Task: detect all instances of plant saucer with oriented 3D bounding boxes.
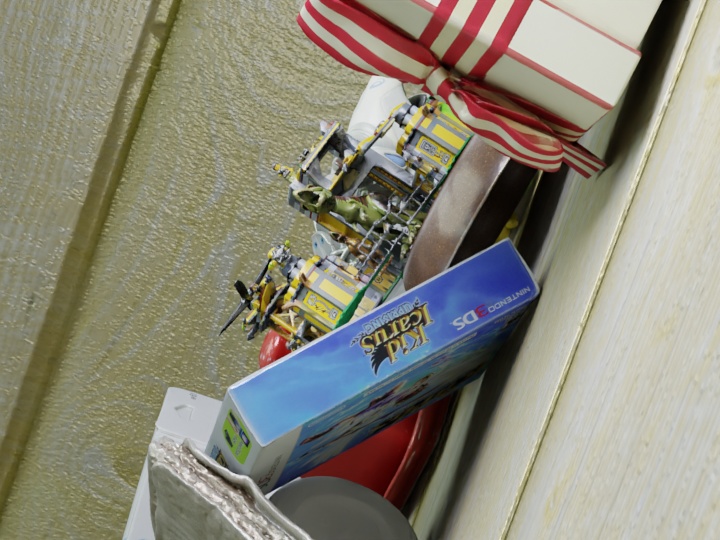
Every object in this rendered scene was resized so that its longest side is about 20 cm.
[{"bbox_3d":[0.082,-0.054,1.451,0.201,0.034,0.200,-56,-8,-13],"label":"plant saucer"}]

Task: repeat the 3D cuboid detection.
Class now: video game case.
[{"bbox_3d":[0.003,0.070,1.356,0.199,0.046,0.181,-28,-11,-17],"label":"video game case"}]

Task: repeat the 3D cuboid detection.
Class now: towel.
[{"bbox_3d":[-0.057,0.193,1.331,0.034,0.200,0.133,-36,-30,-28],"label":"towel"}]

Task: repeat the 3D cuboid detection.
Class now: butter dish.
[{"bbox_3d":[-0.007,0.082,1.676,0.200,0.147,0.201,111,178,-57],"label":"butter dish"}]

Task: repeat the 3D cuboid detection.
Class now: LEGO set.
[{"bbox_3d":[-0.022,-0.037,1.436,0.201,0.115,0.154,-55,-9,-13],"label":"LEGO set"}]

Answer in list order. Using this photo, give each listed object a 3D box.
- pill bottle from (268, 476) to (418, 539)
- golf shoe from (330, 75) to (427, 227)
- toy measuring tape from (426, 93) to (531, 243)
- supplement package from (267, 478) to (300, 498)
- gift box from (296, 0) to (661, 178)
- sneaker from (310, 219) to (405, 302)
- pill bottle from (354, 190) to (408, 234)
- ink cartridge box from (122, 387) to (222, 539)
[{"bbox_3d":[-0.039,0.245,1.459,0.113,0.112,0.201,-73,3,-55],"label":"pill bottle"},{"bbox_3d":[0.056,-0.081,1.639,0.200,0.078,0.098,36,-118,-56],"label":"golf shoe"},{"bbox_3d":[0.083,-0.114,1.560,0.074,0.073,0.201,-75,-29,-69],"label":"toy measuring tape"},{"bbox_3d":[-0.032,0.175,1.831,0.120,0.120,0.201,115,173,-73],"label":"supplement package"},{"bbox_3d":[0.085,-0.162,1.182,0.188,0.184,0.200,-62,-3,-10],"label":"gift box"},{"bbox_3d":[0.000,0.000,1.561,0.075,0.087,0.200,-33,28,-2],"label":"sneaker"},{"bbox_3d":[0.040,-0.021,1.870,0.116,0.115,0.201,113,177,-58],"label":"pill bottle"},{"bbox_3d":[-0.151,0.214,1.795,0.145,0.084,0.201,-91,17,-78],"label":"ink cartridge box"}]
